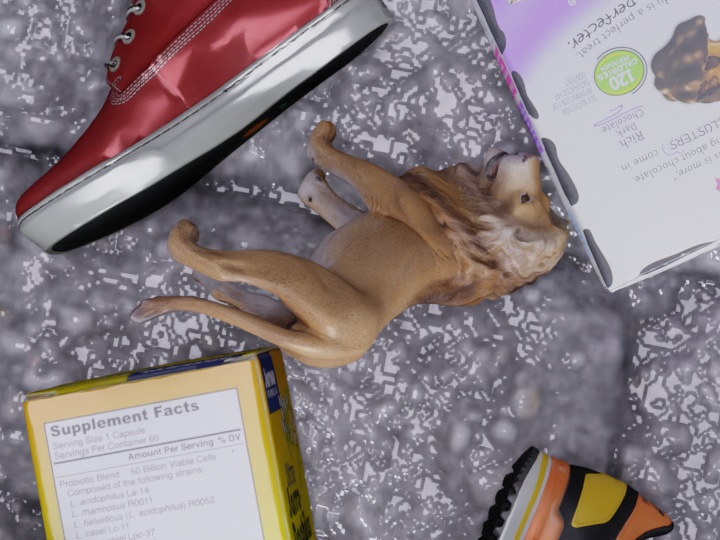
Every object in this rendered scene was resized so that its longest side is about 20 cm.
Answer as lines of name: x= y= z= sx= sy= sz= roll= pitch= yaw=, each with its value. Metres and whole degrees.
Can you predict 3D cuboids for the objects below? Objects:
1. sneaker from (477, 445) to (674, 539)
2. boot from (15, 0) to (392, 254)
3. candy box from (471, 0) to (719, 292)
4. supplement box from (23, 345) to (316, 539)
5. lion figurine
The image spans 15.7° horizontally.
sneaker: x=0.081 y=0.188 z=1.199 sx=0.090 sy=0.070 sz=0.201 roll=18 pitch=92 yaw=0
boot: x=-0.105 y=-0.113 z=1.215 sx=0.200 sy=0.072 sz=0.145 roll=-38 pitch=87 yaw=-5
candy box: x=0.147 y=-0.113 z=1.193 sx=0.167 sy=0.072 sz=0.201 roll=-24 pitch=88 yaw=3
supplement box: x=-0.076 y=0.143 z=1.191 sx=0.108 sy=0.110 sz=0.201 roll=-10 pitch=90 yaw=4
lion figurine: x=0.000 y=0.000 z=1.170 sx=0.122 sy=0.073 sz=0.200 roll=36 pitch=50 yaw=16
